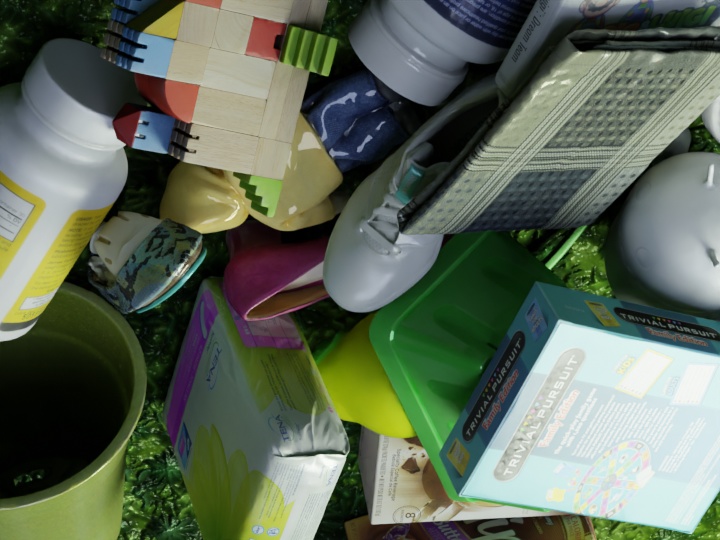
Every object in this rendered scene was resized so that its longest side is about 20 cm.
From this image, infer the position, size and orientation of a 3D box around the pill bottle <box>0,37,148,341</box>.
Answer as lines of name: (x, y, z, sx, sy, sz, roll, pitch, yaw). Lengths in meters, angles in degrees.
pill bottle: (-0.226, -0.056, 1.408, 0.111, 0.112, 0.200, 22, 122, -26)

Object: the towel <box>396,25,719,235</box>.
towel: (0.139, -0.092, 1.337, 0.192, 0.035, 0.200, -4, 148, -43)

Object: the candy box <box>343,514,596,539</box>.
candy box: (0.094, 0.234, 1.701, 0.199, 0.117, 0.057, -17, 130, 3)

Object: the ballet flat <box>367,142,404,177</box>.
ballet flat: (0.104, -0.073, 1.481, 0.199, 0.063, 0.069, -9, 95, -7)

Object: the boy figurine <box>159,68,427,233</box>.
boy figurine: (-0.049, -0.077, 1.455, 0.199, 0.065, 0.124, -29, 128, 14)

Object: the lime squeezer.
lime squeezer: (0.086, 0.019, 1.584, 0.199, 0.038, 0.071, -18, 99, 6)

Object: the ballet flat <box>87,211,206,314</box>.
ballet flat: (-0.157, -0.008, 1.430, 0.074, 0.075, 0.200, 6, 171, -14)

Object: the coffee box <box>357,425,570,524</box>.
coffee box: (0.104, 0.132, 1.642, 0.199, 0.080, 0.113, -2, 129, -8)

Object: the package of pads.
package of pads: (-0.080, 0.116, 1.517, 0.068, 0.200, 0.155, 2, 130, -25)

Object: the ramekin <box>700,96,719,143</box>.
ramekin: (0.337, -0.133, 1.406, 0.202, 0.094, 0.203, -27, 151, -16)

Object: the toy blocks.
toy blocks: (-0.101, -0.146, 1.326, 0.136, 0.100, 0.201, 9, 101, -32)

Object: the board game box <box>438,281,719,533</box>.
board game box: (0.175, 0.096, 1.409, 0.199, 0.047, 0.151, 13, 120, -28)

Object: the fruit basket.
fruit basket: (0.067, 0.068, 1.513, 0.155, 0.215, 0.216, -43, 133, -21)

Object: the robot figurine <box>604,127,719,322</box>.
robot figurine: (0.237, -0.020, 1.486, 0.112, 0.170, 0.200, -14, 170, -3)

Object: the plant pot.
plant pot: (-0.246, 0.140, 1.536, 0.199, 0.201, 0.190, -8, 142, -3)

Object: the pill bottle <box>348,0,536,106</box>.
pill bottle: (0.081, -0.206, 1.340, 0.111, 0.111, 0.200, 25, 120, -27)

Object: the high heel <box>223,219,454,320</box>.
high heel: (0.000, 0.000, 1.504, 0.199, 0.096, 0.068, 2, 128, -12)

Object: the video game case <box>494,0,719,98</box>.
video game case: (0.195, -0.189, 1.286, 0.199, 0.024, 0.182, -13, 146, -36)

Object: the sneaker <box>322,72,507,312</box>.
sneaker: (0.037, -0.055, 1.384, 0.075, 0.088, 0.200, 41, 103, 9)
